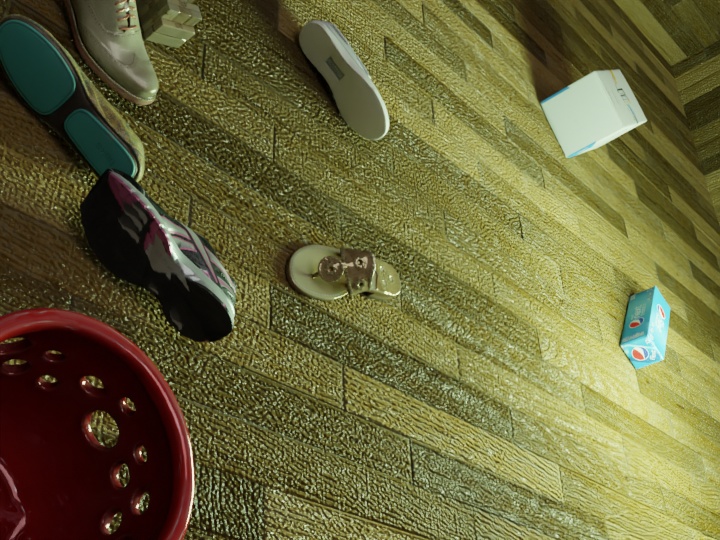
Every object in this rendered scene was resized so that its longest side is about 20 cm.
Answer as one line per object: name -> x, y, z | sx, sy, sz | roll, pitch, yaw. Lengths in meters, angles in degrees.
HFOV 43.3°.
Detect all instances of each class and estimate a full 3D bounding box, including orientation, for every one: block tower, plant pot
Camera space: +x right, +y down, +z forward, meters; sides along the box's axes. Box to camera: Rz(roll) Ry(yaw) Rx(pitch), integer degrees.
block tower -> -0.253, -0.378, 1.117 | 0.058, 0.054, 0.200 | 1, 67, -54
plant pot -> -0.245, 0.150, 0.628 | 0.200, 0.182, 0.201 | 32, 44, -37

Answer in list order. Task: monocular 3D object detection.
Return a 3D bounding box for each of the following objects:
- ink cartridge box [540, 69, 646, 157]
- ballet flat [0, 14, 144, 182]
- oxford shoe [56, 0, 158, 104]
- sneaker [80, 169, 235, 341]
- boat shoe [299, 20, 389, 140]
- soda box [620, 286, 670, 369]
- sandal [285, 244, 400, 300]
ink cartridge box -> 0.535, -0.362, 2.071 | 0.200, 0.147, 0.145 | -22, 85, -56
ballet flat -> -0.291, -0.170, 0.920 | 0.200, 0.071, 0.071 | 52, 35, -14
oxford shoe -> -0.276, -0.279, 0.998 | 0.200, 0.074, 0.071 | 59, 34, -5
sneaker -> -0.200, -0.020, 0.922 | 0.200, 0.080, 0.086 | 56, 21, -22
boat shoe -> -0.016, -0.289, 1.366 | 0.200, 0.072, 0.069 | 51, 35, -1
soda box -> 0.597, 0.117, 1.894 | 0.068, 0.064, 0.200 | 54, 35, -13
sandal -> -0.002, -0.005, 1.176 | 0.211, 0.070, 0.078 | 9, 60, -50
